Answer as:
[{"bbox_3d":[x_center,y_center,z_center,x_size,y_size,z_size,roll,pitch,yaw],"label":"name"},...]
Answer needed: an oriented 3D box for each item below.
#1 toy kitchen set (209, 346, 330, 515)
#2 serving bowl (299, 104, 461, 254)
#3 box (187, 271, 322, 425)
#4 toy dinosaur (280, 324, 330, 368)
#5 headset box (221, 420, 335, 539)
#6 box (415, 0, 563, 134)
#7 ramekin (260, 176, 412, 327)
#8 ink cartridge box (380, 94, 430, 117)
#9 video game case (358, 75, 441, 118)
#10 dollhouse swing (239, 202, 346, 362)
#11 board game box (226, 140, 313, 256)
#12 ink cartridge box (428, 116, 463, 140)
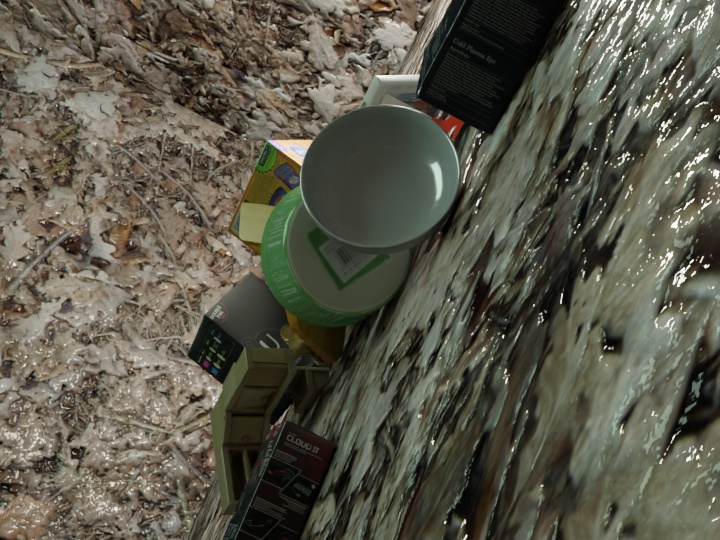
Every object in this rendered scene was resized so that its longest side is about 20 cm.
[{"bbox_3d":[-0.121,0.247,1.465,0.201,0.161,0.182,121,144,-44],"label":"toy kitchen set"},{"bbox_3d":[0.026,-0.104,1.172,0.066,0.197,0.202,77,-147,-64],"label":"serving bowl"},{"bbox_3d":[-0.172,0.134,1.652,0.149,0.199,0.125,-46,-9,-46],"label":"box"},{"bbox_3d":[-0.088,0.123,1.561,0.201,0.100,0.059,-68,3,-60],"label":"toy dinosaur"},{"bbox_3d":[-0.106,0.284,1.208,0.202,0.074,0.149,-67,7,-18],"label":"headset box"},{"bbox_3d":[0.156,-0.296,1.155,0.201,0.103,0.184,-76,12,-61],"label":"box"},{"bbox_3d":[-0.027,-0.028,1.254,0.202,0.198,0.098,-65,14,-12],"label":"ramekin"},{"bbox_3d":[0.044,-0.169,1.548,0.202,0.114,0.068,-63,7,16],"label":"ink cartridge box"},{"bbox_3d":[0.061,-0.257,1.639,0.198,0.024,0.183,-12,-38,-44],"label":"video game case"},{"bbox_3d":[-0.111,0.027,1.501,0.200,0.179,0.178,49,-123,-52],"label":"dollhouse swing"},{"bbox_3d":[-0.098,-0.117,1.854,0.199,0.199,0.202,-13,-44,-60],"label":"board game box"},{"bbox_3d":[0.055,-0.174,1.352,0.199,0.050,0.163,-26,25,45],"label":"ink cartridge box"}]
